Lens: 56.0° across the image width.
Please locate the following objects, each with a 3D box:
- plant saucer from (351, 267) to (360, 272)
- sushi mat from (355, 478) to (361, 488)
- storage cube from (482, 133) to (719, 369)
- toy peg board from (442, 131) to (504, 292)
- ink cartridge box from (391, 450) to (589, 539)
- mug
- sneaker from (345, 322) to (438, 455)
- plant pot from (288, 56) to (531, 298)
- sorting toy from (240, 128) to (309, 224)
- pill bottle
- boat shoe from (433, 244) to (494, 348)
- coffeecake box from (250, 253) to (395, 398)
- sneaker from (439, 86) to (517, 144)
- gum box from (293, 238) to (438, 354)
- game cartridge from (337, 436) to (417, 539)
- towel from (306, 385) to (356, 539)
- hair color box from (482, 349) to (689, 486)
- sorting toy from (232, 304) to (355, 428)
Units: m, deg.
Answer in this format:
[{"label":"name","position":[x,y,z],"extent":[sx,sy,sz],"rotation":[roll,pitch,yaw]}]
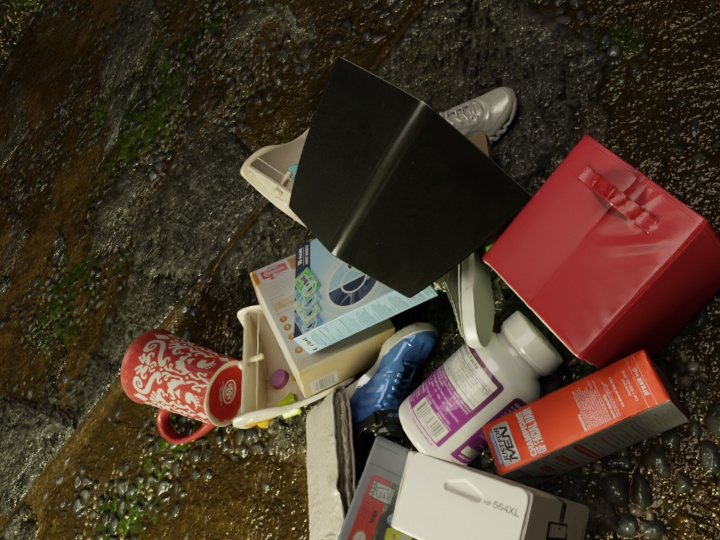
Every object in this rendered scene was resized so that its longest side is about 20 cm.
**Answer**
[{"label":"plant saucer","position":[0.050,-0.083,0.903],"extent":[0.069,0.019,0.202],"rotation":[3,57,41]},{"label":"sushi mat","position":[0.063,0.332,0.872],"extent":[0.095,0.012,0.200],"rotation":[-36,49,-13]},{"label":"storage cube","position":[0.278,-0.009,0.763],"extent":[0.181,0.199,0.171],"rotation":[-51,51,15]},{"label":"toy peg board","position":[0.121,-0.064,0.982],"extent":[0.198,0.098,0.202],"rotation":[-22,44,25]},{"label":"ink cartridge box","position":[0.146,0.268,0.737],"extent":[0.144,0.199,0.086],"rotation":[8,75,38]},{"label":"mug","position":[-0.285,0.201,1.157],"extent":[0.197,0.180,0.134],"rotation":[9,40,34]},{"label":"sneaker","position":[0.049,0.171,0.927],"extent":[0.200,0.076,0.112],"rotation":[-45,44,17]},{"label":"plant pot","position":[0.035,-0.092,0.774],"extent":[0.179,0.199,0.200],"rotation":[-55,39,9]},{"label":"sorting toy","position":[-0.071,-0.174,1.151],"extent":[0.199,0.107,0.181],"rotation":[34,83,38]},{"label":"pill bottle","position":[0.151,0.148,0.843],"extent":[0.200,0.112,0.113],"rotation":[-45,52,12]},{"label":"boat shoe","position":[0.120,0.001,0.830],"extent":[0.063,0.070,0.203],"rotation":[-15,63,27]},{"label":"coffeecake box","position":[-0.057,0.064,1.012],"extent":[0.151,0.074,0.201],"rotation":[-23,52,-13]},{"label":"sneaker","position":[0.144,-0.214,1.022],"extent":[0.198,0.081,0.076],"rotation":[-32,53,20]},{"label":"gum box","position":[0.000,0.000,0.920],"extent":[0.198,0.045,0.172],"rotation":[-26,42,20]},{"label":"game cartridge","position":[0.045,0.319,0.825],"extent":[0.131,0.041,0.202],"rotation":[24,58,2]},{"label":"towel","position":[-0.044,0.274,0.925],"extent":[0.133,0.034,0.203],"rotation":[131,139,-55]},{"label":"hair color box","position":[0.251,0.171,0.760],"extent":[0.198,0.111,0.065],"rotation":[-32,54,20]},{"label":"sorting toy","position":[-0.095,0.144,1.041],"extent":[0.177,0.107,0.202],"rotation":[-18,48,13]}]
